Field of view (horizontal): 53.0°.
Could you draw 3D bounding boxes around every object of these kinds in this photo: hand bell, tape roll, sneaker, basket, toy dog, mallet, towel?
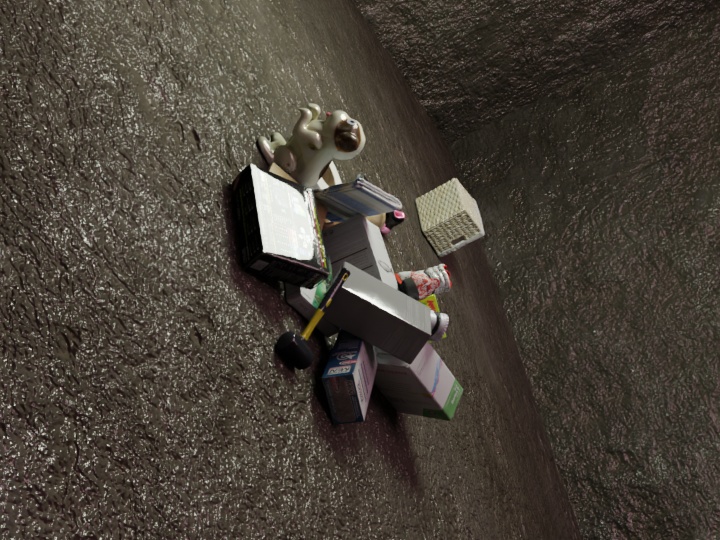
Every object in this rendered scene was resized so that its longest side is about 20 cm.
[{"bbox_3d":[-0.033,-0.119,1.703,0.200,0.104,0.105,-22,88,-56],"label":"hand bell"},{"bbox_3d":[-0.102,-0.236,1.728,0.203,0.037,0.203,55,21,-33],"label":"tape roll"},{"bbox_3d":[0.059,-0.201,2.058,0.200,0.095,0.079,55,22,-28],"label":"sneaker"},{"bbox_3d":[0.325,-0.195,2.663,0.161,0.198,0.201,44,27,-40],"label":"basket"},{"bbox_3d":[0.139,0.028,1.593,0.201,0.107,0.068,-163,-123,-85],"label":"sneaker"},{"bbox_3d":[0.103,0.107,1.526,0.115,0.075,0.200,24,-14,-9],"label":"sneaker"},{"bbox_3d":[-0.087,-0.259,1.528,0.195,0.199,0.140,65,18,0],"label":"toy dog"},{"bbox_3d":[-0.078,0.070,1.241,0.066,0.041,0.201,44,61,-36],"label":"mallet"},{"bbox_3d":[-0.028,-0.145,1.526,0.147,0.199,0.024,24,66,-44],"label":"towel"}]

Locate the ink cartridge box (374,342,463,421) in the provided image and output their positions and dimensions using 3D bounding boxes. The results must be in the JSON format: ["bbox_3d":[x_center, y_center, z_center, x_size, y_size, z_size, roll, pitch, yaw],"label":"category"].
[{"bbox_3d":[0.104,0.220,1.521,0.200,0.145,0.088,51,55,-36],"label":"ink cartridge box"}]

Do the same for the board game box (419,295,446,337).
[{"bbox_3d":[0.126,0.112,1.712,0.200,0.047,0.102,174,-99,-70],"label":"board game box"}]

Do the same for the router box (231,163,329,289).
[{"bbox_3d":[-0.143,-0.077,1.286,0.149,0.062,0.201,19,47,-40],"label":"router box"}]

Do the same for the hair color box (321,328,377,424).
[{"bbox_3d":[-0.017,0.187,1.343,0.200,0.060,0.100,-70,149,-67],"label":"hair color box"}]

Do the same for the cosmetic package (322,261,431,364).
[{"bbox_3d":[0.031,0.079,1.367,0.199,0.090,0.107,27,27,-7],"label":"cosmetic package"}]

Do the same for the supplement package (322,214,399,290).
[{"bbox_3d":[0.000,0.000,1.579,0.117,0.117,0.201,29,40,-66],"label":"supplement package"}]

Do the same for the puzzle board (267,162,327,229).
[{"bbox_3d":[-0.138,-0.110,1.404,0.151,0.017,0.200,40,33,-21],"label":"puzzle board"}]

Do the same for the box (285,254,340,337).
[{"bbox_3d":[-0.098,0.014,1.412,0.144,0.036,0.201,47,26,-45],"label":"box"}]
